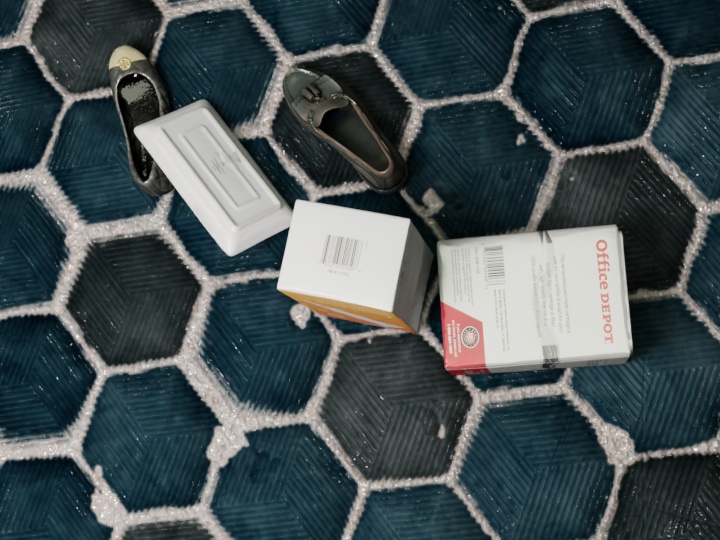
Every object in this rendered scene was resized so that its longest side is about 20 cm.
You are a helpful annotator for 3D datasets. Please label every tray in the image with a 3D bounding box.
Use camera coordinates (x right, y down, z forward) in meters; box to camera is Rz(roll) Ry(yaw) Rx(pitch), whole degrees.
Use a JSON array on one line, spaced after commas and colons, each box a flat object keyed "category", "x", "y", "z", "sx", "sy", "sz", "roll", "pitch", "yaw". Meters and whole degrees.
[{"category": "tray", "x": -0.168, "y": -0.118, "z": 1.323, "sx": 0.107, "sy": 0.022, "sz": 0.200, "roll": -29, "pitch": 74, "yaw": -33}]

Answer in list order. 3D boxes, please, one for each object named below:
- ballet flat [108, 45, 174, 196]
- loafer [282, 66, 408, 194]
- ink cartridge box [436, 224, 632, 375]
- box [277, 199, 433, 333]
[{"category": "ballet flat", "x": -0.265, "y": -0.187, "z": 1.364, "sx": 0.066, "sy": 0.057, "sz": 0.200, "roll": -19, "pitch": 78, "yaw": 6}, {"category": "loafer", "x": -0.020, "y": -0.175, "z": 1.314, "sx": 0.072, "sy": 0.063, "sz": 0.200, "roll": -45, "pitch": 76, "yaw": 1}, {"category": "ink cartridge box", "x": 0.191, "y": 0.035, "z": 1.230, "sx": 0.199, "sy": 0.084, "sz": 0.145, "roll": -5, "pitch": 79, "yaw": 10}, {"category": "box", "x": 0.000, "y": 0.000, "z": 1.211, "sx": 0.124, "sy": 0.200, "sz": 0.098, "roll": 10, "pitch": 83, "yaw": 12}]
